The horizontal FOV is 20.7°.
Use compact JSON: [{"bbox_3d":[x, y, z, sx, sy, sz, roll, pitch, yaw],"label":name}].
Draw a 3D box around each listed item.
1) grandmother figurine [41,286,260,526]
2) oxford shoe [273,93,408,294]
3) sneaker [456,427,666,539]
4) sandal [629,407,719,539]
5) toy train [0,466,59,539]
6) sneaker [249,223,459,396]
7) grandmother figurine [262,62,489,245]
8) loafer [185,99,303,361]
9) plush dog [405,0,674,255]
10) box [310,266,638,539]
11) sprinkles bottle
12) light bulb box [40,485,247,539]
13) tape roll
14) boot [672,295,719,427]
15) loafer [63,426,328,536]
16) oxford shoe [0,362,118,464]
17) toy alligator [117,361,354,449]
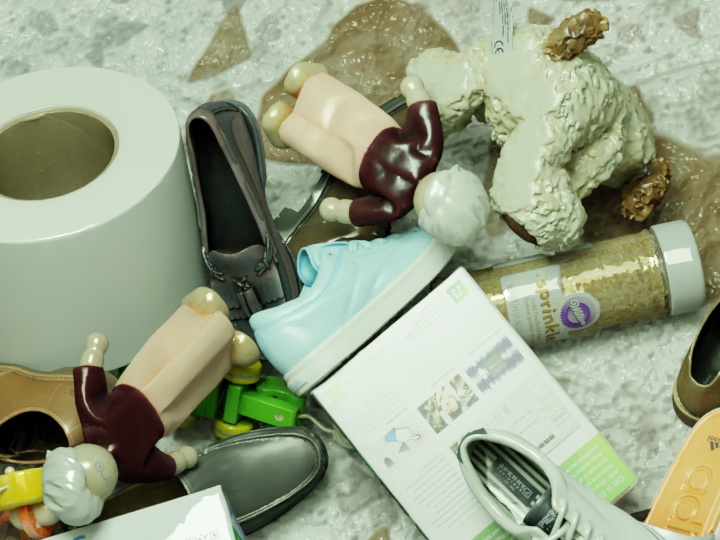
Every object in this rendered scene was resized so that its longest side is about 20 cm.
[{"bbox_3d":[-0.153,0.096,1.358,0.121,0.060,0.200,48,51,-12],"label":"grandmother figurine"},{"bbox_3d":[0.002,-0.048,1.527,0.084,0.073,0.201,34,83,20],"label":"oxford shoe"},{"bbox_3d":[0.139,0.177,1.312,0.199,0.071,0.073,35,95,24],"label":"sneaker"},{"bbox_3d":[0.209,0.177,1.361,0.079,0.059,0.208,5,63,44],"label":"sandal"},{"bbox_3d":[-0.269,0.175,1.375,0.199,0.150,0.056,-6,78,-42],"label":"toy train"},{"bbox_3d":[0.000,0.000,1.448,0.082,0.074,0.200,49,60,-2],"label":"sneaker"},{"bbox_3d":[0.018,-0.084,1.441,0.200,0.060,0.122,38,111,34],"label":"grandmother figurine"},{"bbox_3d":[-0.095,-0.027,1.466,0.071,0.063,0.202,-13,91,21],"label":"loafer"},{"bbox_3d":[0.156,-0.118,1.488,0.161,0.171,0.200,-49,60,16],"label":"plush dog"},{"bbox_3d":[0.081,0.119,1.403,0.144,0.036,0.200,-39,77,-1],"label":"box"},{"bbox_3d":[0.154,0.017,1.470,0.198,0.068,0.069,-13,61,1],"label":"sprinkles bottle"},{"bbox_3d":[-0.151,0.282,1.335,0.197,0.125,0.201,-16,60,-1],"label":"light bulb box"},{"bbox_3d":[-0.221,-0.037,1.477,0.201,0.140,0.204,-5,43,5],"label":"tape roll"},{"bbox_3d":[0.295,0.022,1.445,0.073,0.076,0.201,26,67,21],"label":"boot"},{"bbox_3d":[-0.117,0.165,1.414,0.199,0.072,0.073,-23,83,-2],"label":"loafer"},{"bbox_3d":[-0.260,0.111,1.429,0.199,0.072,0.071,-11,17,39],"label":"oxford shoe"},{"bbox_3d":[-0.082,0.093,1.473,0.198,0.060,0.054,14,21,8],"label":"toy alligator"}]
